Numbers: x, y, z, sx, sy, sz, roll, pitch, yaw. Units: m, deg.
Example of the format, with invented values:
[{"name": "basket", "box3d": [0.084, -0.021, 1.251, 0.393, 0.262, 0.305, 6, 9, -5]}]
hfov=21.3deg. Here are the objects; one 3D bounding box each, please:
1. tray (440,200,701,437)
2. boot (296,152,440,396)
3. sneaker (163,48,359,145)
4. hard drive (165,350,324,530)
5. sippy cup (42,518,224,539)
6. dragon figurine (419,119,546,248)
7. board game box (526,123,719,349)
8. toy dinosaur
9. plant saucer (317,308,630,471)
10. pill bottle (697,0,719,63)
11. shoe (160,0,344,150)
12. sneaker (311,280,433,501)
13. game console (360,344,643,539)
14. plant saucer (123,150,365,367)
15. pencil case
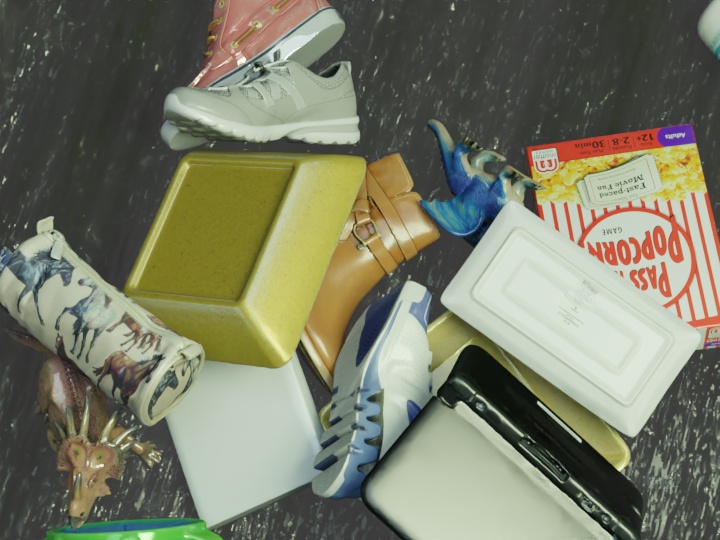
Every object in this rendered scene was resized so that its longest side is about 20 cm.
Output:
[{"name": "tray", "box3d": [0.175, 0.039, 1.587, 0.199, 0.022, 0.108, 35, 86, 5]}, {"name": "boot", "box3d": [0.000, 0.000, 1.676, 0.154, 0.074, 0.201, -20, 79, -6]}, {"name": "sneaker", "box3d": [-0.088, -0.153, 1.671, 0.199, 0.074, 0.083, -1, 95, -41]}, {"name": "hard drive", "box3d": [-0.111, 0.106, 1.656, 0.131, 0.026, 0.201, -26, 76, 19]}, {"name": "sippy cup", "box3d": [-0.192, 0.278, 1.593, 0.139, 0.177, 0.132, -2, 86, -34]}, {"name": "dragon figurine", "box3d": [0.094, -0.057, 1.665, 0.200, 0.059, 0.100, 39, 100, 34]}, {"name": "board game box", "box3d": [0.233, -0.022, 1.660, 0.150, 0.046, 0.201, -9, 62, 1]}, {"name": "toy dinosaur", "box3d": [-0.241, 0.116, 1.625, 0.085, 0.136, 0.201, -27, 76, -4]}, {"name": "plant saucer", "box3d": [0.096, 0.147, 1.647, 0.199, 0.048, 0.200, -37, 79, -6]}, {"name": "pill bottle", "box3d": [0.395, -0.172, 1.677, 0.110, 0.111, 0.201, -34, 77, -6]}, {"name": "shoe", "box3d": [-0.117, -0.198, 1.731, 0.200, 0.072, 0.091, -37, 75, -11]}, {"name": "sneaker", "box3d": [0.036, 0.121, 1.596, 0.115, 0.080, 0.201, 29, 58, -21]}, {"name": "game console", "box3d": [0.117, 0.180, 1.539, 0.200, 0.176, 0.117, 42, 105, -1]}, {"name": "plant saucer", "box3d": [-0.114, -0.024, 1.623, 0.199, 0.048, 0.201, 4, 64, 38]}, {"name": "pencil case", "box3d": [-0.215, 0.044, 1.581, 0.199, 0.090, 0.078, 36, 38, 24]}]
